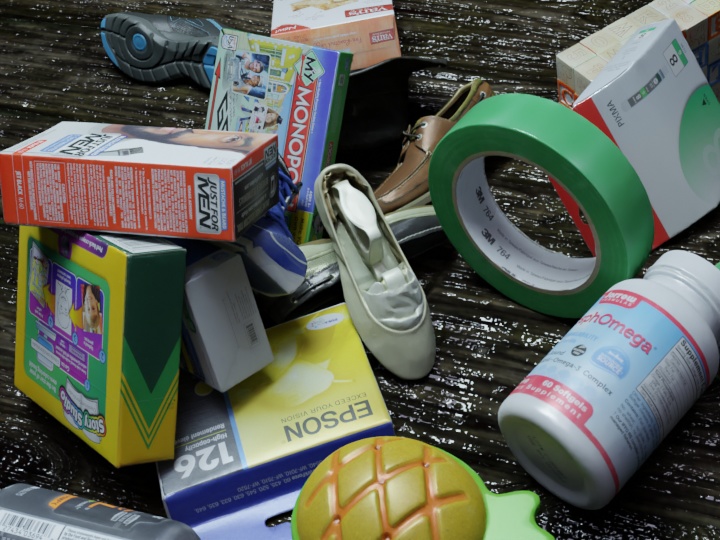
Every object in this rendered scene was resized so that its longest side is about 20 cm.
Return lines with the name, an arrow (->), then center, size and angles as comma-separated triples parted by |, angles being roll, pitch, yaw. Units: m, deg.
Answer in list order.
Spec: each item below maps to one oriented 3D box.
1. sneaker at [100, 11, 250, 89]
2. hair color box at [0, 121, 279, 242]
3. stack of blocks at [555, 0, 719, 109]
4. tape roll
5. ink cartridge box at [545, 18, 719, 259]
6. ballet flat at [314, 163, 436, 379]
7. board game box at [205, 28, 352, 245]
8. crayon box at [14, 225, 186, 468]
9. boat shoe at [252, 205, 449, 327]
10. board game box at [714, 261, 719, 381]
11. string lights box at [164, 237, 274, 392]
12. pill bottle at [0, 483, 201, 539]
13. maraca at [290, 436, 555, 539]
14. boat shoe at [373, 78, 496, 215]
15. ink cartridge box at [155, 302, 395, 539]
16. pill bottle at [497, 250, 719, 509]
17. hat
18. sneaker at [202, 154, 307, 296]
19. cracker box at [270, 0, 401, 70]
sneaker -> -0.207, -0.256, 1.502 | 0.198, 0.074, 0.082 | 18, 35, 21
hair color box -> -0.175, -0.074, 1.050 | 0.197, 0.065, 0.111 | 6, 20, 14
stack of blocks -> 0.289, -0.196, 1.284 | 0.198, 0.116, 0.059 | -29, 46, -16
tape roll -> 0.150, -0.052, 1.107 | 0.199, 0.202, 0.048 | 23, 53, 31
ink cartridge box -> 0.256, -0.103, 1.168 | 0.050, 0.162, 0.200 | -10, 31, 50
ballet flat -> 0.013, -0.004, 1.120 | 0.069, 0.070, 0.202 | -23, 78, -12
board game box -> -0.087, -0.117, 1.239 | 0.133, 0.203, 0.029 | 15, 11, 27
crayon box -> -0.219, 0.044, 1.081 | 0.058, 0.175, 0.199 | -7, 19, -37
boat shoe -> 0.000, 0.000, 1.191 | 0.199, 0.072, 0.067 | -18, 68, -16
board game box -> 0.365, 0.026, 1.104 | 0.199, 0.029, 0.134 | -32, 46, -19
string lights box -> -0.162, 0.022, 1.125 | 0.059, 0.104, 0.199 | -30, 28, -28
pill bottle -> -0.185, 0.229, 0.965 | 0.197, 0.107, 0.107 | 9, 47, 20
maraca -> 0.042, 0.189, 0.953 | 0.198, 0.108, 0.138 | 15, 57, 25
boat shoe -> 0.066, -0.117, 1.273 | 0.072, 0.069, 0.200 | -8, 26, 50
ink cartridge box -> -0.075, 0.134, 1.083 | 0.195, 0.047, 0.201 | -18, 42, -6
pill bottle -> 0.206, 0.079, 1.014 | 0.108, 0.109, 0.200 | 30, 64, 35
hat -> -0.004, -0.162, 1.322 | 0.198, 0.082, 0.201 | -10, 5, 1
sneaker -> -0.095, -0.056, 1.146 | 0.115, 0.081, 0.199 | -50, 29, -10
cracker box -> -0.028, -0.274, 1.440 | 0.132, 0.058, 0.201 | -10, 28, 2
